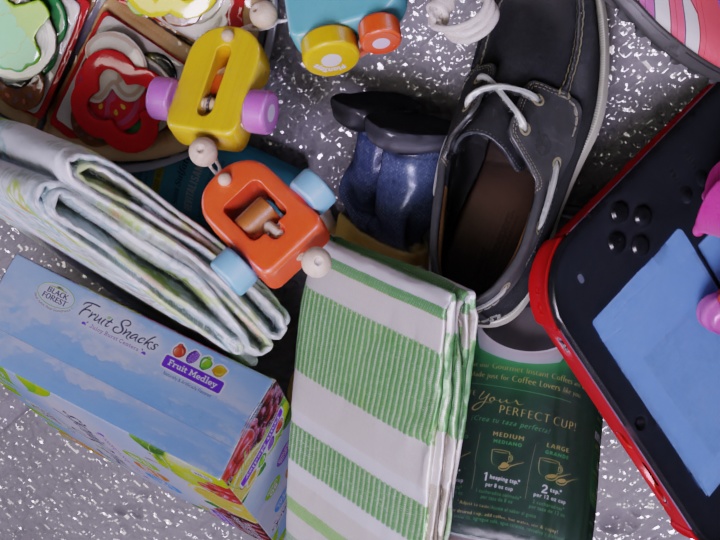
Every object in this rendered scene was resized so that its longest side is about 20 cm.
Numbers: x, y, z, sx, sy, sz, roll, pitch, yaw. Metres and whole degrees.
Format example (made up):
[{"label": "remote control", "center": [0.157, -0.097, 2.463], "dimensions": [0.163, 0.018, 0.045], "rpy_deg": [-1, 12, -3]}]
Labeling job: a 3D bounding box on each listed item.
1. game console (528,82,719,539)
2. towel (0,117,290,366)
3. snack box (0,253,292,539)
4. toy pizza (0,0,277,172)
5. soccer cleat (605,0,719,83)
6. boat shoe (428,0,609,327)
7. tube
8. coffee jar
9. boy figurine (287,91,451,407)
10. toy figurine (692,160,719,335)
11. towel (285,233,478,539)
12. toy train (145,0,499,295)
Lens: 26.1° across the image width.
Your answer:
[{"label": "game console", "center": [0.189, 0.025, 0.811], "dimensions": [0.201, 0.177, 0.031], "rpy_deg": [55, 160, -18]}, {"label": "towel", "center": [-0.142, -0.025, 0.852], "dimensions": [0.171, 0.048, 0.199], "rpy_deg": [40, 168, -35]}, {"label": "snack box", "center": [-0.120, 0.082, 0.910], "dimensions": [0.168, 0.068, 0.200], "rpy_deg": [25, 163, 13]}, {"label": "toy pizza", "center": [-0.143, -0.150, 0.851], "dimensions": [0.198, 0.032, 0.202], "rpy_deg": [3, 109, 10]}, {"label": "soccer cleat", "center": [0.135, -0.178, 0.756], "dimensions": [0.073, 0.068, 0.200], "rpy_deg": [-38, 101, 27]}, {"label": "boat shoe", "center": [0.079, -0.072, 0.786], "dimensions": [0.071, 0.068, 0.202], "rpy_deg": [13, 87, 22]}, {"label": "tube", "center": [-0.129, -0.073, 0.915], "dimensions": [0.199, 0.050, 0.078], "rpy_deg": [24, 112, 8]}, {"label": "coffee jar", "center": [0.089, 0.058, 0.839], "dimensions": [0.103, 0.202, 0.085], "rpy_deg": [10, 162, 13]}, {"label": "boy figurine", "center": [0.000, 0.000, 0.884], "dimensions": [0.124, 0.064, 0.201], "rpy_deg": [40, 125, 45]}, {"label": "toy figurine", "center": [0.243, 0.013, 0.774], "dimensions": [0.183, 0.150, 0.201], "rpy_deg": [29, 111, -4]}, {"label": "towel", "center": [0.006, 0.091, 0.796], "dimensions": [0.152, 0.023, 0.202], "rpy_deg": [23, 113, 56]}, {"label": "toy train", "center": [-0.022, -0.081, 0.804], "dimensions": [0.150, 0.200, 0.056], "rpy_deg": [37, 169, 26]}]
